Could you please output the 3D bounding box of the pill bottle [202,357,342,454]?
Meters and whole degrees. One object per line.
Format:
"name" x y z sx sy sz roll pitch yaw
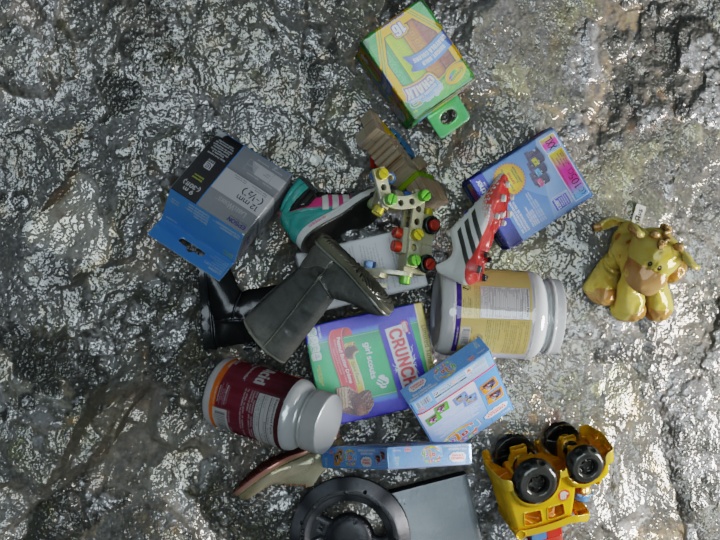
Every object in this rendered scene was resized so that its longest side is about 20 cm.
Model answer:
"pill bottle" -0.137 0.215 1.643 0.199 0.114 0.115 14 89 22

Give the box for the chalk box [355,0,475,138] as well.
"chalk box" 0.100 -0.313 1.694 0.124 0.124 0.200 -36 92 -4

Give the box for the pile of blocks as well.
"pile of blocks" 0.060 -0.171 1.729 0.062 0.082 0.200 -40 85 27

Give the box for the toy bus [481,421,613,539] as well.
"toy bus" 0.317 0.366 1.715 0.199 0.136 0.193 -15 104 -7

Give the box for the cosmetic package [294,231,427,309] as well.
"cosmetic package" 0.000 0.000 1.711 0.199 0.071 0.102 -13 90 -5

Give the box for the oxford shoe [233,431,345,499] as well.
"oxford shoe" -0.110 0.330 1.703 0.199 0.071 0.074 -28 95 -4

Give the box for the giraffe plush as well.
"giraffe plush" 0.469 -0.013 1.703 0.172 0.162 0.201 1 90 -4

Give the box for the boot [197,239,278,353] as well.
"boot" -0.180 0.040 1.697 0.162 0.073 0.199 -4 97 -2

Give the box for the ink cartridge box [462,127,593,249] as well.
"ink cartridge box" 0.262 -0.126 1.733 0.200 0.076 0.137 -33 92 -2

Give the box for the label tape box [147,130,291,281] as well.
"label tape box" -0.222 -0.105 1.654 0.143 0.066 0.200 32 64 7

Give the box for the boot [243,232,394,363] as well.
"boot" -0.067 0.067 1.603 0.182 0.073 0.200 45 101 23

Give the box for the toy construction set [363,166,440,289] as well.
"toy construction set" 0.053 -0.054 1.635 0.131 0.092 0.201 12 95 -28

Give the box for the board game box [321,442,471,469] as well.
"board game box" 0.053 0.287 1.624 0.151 0.200 0.037 3 80 -30

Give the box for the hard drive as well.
"hard drive" 0.131 0.450 1.740 0.139 0.033 0.201 -13 91 -5

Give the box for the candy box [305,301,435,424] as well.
"candy box" 0.019 0.152 1.710 0.199 0.077 0.170 -12 91 -5

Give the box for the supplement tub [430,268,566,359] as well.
"supplement tub" 0.220 0.069 1.692 0.199 0.145 0.146 3 90 -5

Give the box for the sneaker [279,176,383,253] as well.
"sneaker" -0.055 -0.110 1.706 0.200 0.084 0.121 -28 56 -34

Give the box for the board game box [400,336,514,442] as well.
"board game box" 0.159 0.207 1.673 0.151 0.200 0.037 -33 50 -4

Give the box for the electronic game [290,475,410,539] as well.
"electronic game" -0.017 0.438 1.717 0.199 0.042 0.201 0 92 6

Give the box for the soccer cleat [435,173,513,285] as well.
"soccer cleat" 0.181 -0.070 1.647 0.085 0.069 0.201 12 69 25
